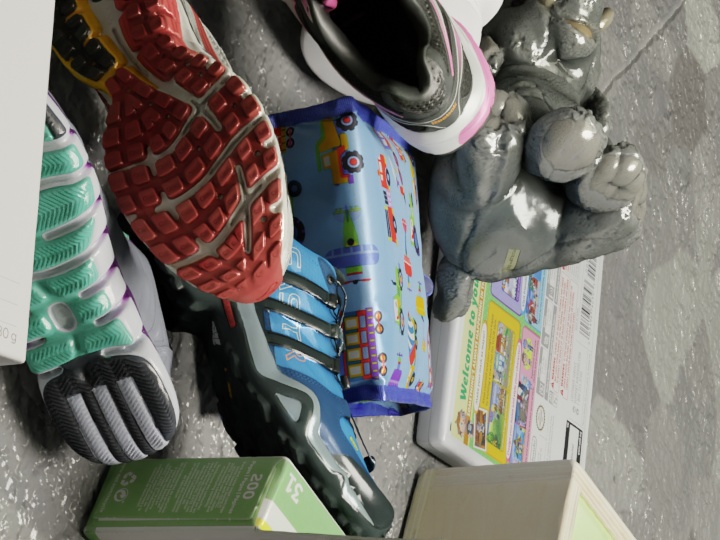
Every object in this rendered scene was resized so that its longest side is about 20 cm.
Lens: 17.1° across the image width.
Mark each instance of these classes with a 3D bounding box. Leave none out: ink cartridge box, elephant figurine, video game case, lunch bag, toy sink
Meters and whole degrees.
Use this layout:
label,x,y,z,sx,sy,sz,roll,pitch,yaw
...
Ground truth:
label,x,y,z,sx,sy,sz,roll,pitch,yaw
ink cartridge box,-0.010,0.146,1.100,0.146,0.199,0.048,56,44,-38
elephant figurine,0.096,-0.100,1.382,0.142,0.154,0.201,72,9,-46
video game case,0.096,0.040,1.473,0.182,0.022,0.201,36,55,-51
lunch bag,0.000,0.000,1.269,0.200,0.094,0.151,9,74,-68
toy sink,0.086,0.225,1.334,0.130,0.112,0.201,52,43,-41

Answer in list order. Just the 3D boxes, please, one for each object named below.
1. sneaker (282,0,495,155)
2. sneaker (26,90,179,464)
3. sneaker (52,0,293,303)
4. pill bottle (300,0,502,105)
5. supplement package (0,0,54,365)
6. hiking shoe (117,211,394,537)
label,x,y,z,sx,sy,sz,roll,pitch,yaw
sneaker,-0.007,-0.151,1.191,0.200,0.080,0.086,48,6,15
sneaker,-0.136,-0.014,1.069,0.088,0.074,0.201,-86,159,-64
sneaker,-0.076,-0.068,1.090,0.082,0.078,0.201,43,18,-57
pill bottle,0.032,-0.197,1.320,0.113,0.113,0.201,47,46,-45
supplement package,-0.198,-0.070,0.901,0.121,0.119,0.201,24,64,-54
hiking shoe,-0.031,0.035,1.129,0.087,0.074,0.201,-32,90,-24
